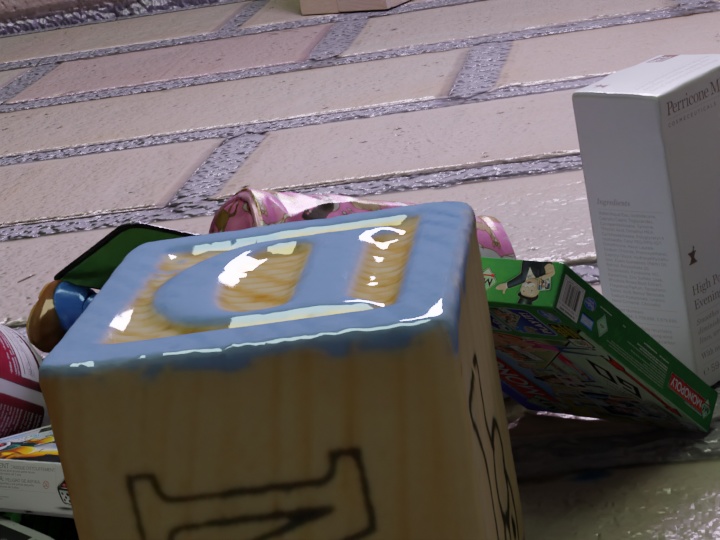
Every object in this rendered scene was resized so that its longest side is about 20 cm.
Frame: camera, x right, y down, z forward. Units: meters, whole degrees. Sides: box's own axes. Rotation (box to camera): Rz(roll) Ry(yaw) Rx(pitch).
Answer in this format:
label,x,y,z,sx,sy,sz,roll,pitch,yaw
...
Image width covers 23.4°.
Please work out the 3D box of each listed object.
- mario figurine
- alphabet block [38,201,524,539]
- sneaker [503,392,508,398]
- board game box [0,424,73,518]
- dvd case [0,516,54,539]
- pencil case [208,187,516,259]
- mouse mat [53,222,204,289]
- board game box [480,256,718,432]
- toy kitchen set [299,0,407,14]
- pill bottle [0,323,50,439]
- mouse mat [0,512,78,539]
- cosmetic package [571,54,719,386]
label,x,y,z,sx,sy,sz,roll,pitch,yaw
mario figurine,-0.122,0.055,1.138,0.200,0.106,0.123,1,22,30
alphabet block,-0.027,0.095,0.881,0.196,0.200,0.195,-7,17,11
sneaker,0.070,0.030,1.226,0.071,0.073,0.200,-6,32,-31
board game box,-0.145,0.114,1.081,0.126,0.035,0.200,0,6,30
dvd case,-0.288,0.174,1.004,0.150,0.025,0.200,-24,21,-38
pencil case,0.000,0.000,1.078,0.200,0.087,0.083,7,-27,-30
mouse mat,-0.091,0.004,1.168,0.200,0.008,0.161,9,-17,-26
board game box,0.109,0.043,1.028,0.134,0.029,0.200,4,-21,39
toy kitchen set,0.000,-0.528,2.767,0.180,0.200,0.163,3,23,37
pill bottle,-0.267,0.080,1.109,0.113,0.113,0.200,-7,-13,11
mouse mat,-0.230,0.181,1.024,0.161,0.008,0.200,-4,18,20
cosmetic package,0.207,-0.033,1.132,0.074,0.200,0.102,8,26,45
